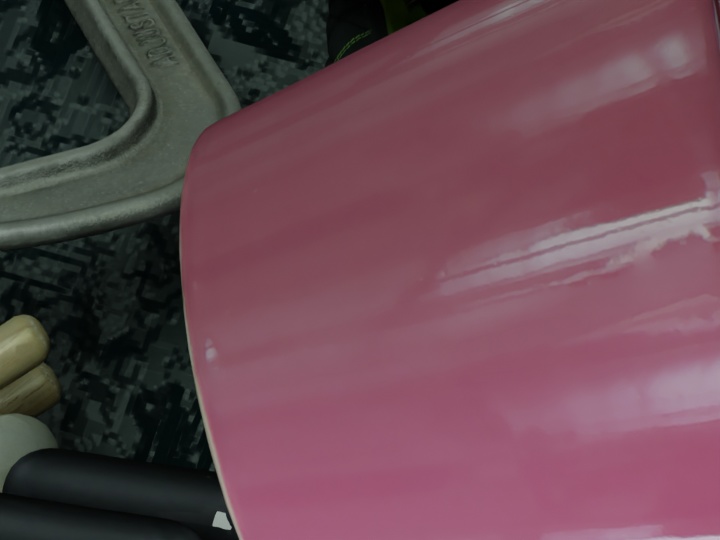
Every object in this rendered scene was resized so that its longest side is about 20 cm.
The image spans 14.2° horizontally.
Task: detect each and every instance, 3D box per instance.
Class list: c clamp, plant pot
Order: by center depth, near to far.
[{"bbox_3d":[0.064,0.009,0.640,0.178,0.200,0.201,-12,68,12],"label":"plant pot"},{"bbox_3d":[-0.125,-0.053,0.846,0.170,0.027,0.200,-13,41,-11],"label":"c clamp"}]

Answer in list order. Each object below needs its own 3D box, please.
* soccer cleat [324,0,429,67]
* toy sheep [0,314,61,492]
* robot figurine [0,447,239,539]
[{"bbox_3d":[0.000,0.000,0.838,0.081,0.068,0.201,-14,68,18],"label":"soccer cleat"},{"bbox_3d":[-0.115,0.099,0.787,0.138,0.138,0.200,-33,76,-4],"label":"toy sheep"},{"bbox_3d":[-0.066,0.147,0.681,0.150,0.125,0.201,-4,104,-31],"label":"robot figurine"}]
